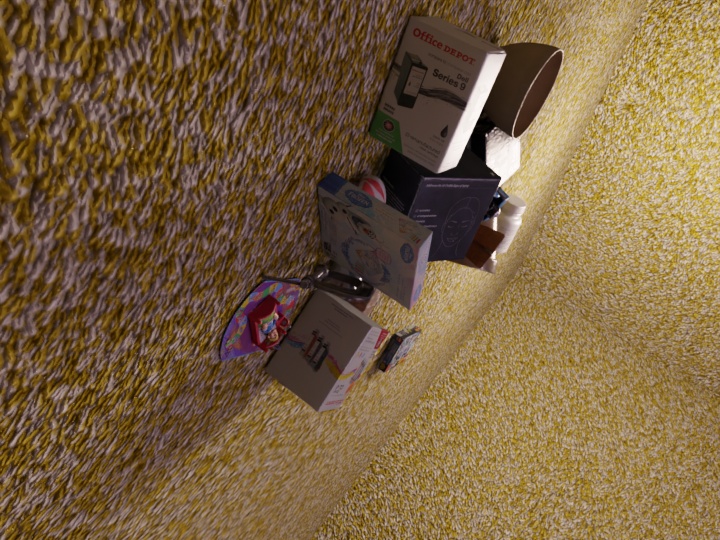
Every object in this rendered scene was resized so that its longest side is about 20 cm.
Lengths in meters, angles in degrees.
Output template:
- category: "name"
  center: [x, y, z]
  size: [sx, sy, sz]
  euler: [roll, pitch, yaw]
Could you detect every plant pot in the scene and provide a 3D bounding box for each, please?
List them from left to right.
- category: "plant pot"
  center: [0.312, -0.099, 1.724]
  size: [0.200, 0.199, 0.175]
  euler: [5, 100, -69]
- category: "plant pot"
  center: [0.325, -0.405, 1.295]
  size: [0.200, 0.134, 0.201]
  euler: [-47, 159, -25]

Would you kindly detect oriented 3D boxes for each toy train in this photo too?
- category: "toy train"
  center: [0.235, -0.193, 1.321]
  size: [0.087, 0.200, 0.114]
  euler: [-48, 170, 24]

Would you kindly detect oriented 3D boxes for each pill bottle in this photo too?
- category: "pill bottle"
  center: [0.528, -0.174, 2.214]
  size: [0.114, 0.114, 0.201]
  euler: [-33, 150, -51]

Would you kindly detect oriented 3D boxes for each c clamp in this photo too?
- category: "c clamp"
  center: [-0.057, 0.016, 1.039]
  size: [0.200, 0.170, 0.027]
  euler: [-24, 129, -77]

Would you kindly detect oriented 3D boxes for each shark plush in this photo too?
- category: "shark plush"
  center: [0.000, 0.000, 1.216]
  size: [0.200, 0.083, 0.091]
  euler: [-27, 145, -57]

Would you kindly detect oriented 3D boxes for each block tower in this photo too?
- category: "block tower"
  center: [0.017, 0.043, 1.374]
  size: [0.201, 0.058, 0.054]
  euler: [-63, 161, 14]

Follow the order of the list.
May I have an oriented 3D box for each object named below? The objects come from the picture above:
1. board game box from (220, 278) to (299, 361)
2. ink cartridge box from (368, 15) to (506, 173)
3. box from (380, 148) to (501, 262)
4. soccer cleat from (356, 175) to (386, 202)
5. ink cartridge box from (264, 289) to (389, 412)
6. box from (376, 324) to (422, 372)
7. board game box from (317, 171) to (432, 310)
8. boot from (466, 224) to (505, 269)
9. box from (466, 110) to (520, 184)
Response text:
- category: "board game box"
  center: [-0.156, 0.092, 1.040]
  size: [0.159, 0.039, 0.200]
  euler: [-61, 162, 12]
- category: "ink cartridge box"
  center: [0.118, -0.282, 0.959]
  size: [0.084, 0.146, 0.201]
  euler: [-28, 146, -52]
- category: "box"
  center: [0.137, -0.129, 1.180]
  size: [0.199, 0.124, 0.197]
  euler: [-4, 132, -33]
- category: "soccer cleat"
  center: [0.024, -0.067, 1.085]
  size: [0.073, 0.068, 0.201]
  euler: [-52, 135, -56]
- category: "ink cartridge box"
  center: [-0.066, 0.164, 1.223]
  size: [0.201, 0.144, 0.145]
  euler: [-56, 162, 1]
- category: "box"
  center: [0.135, 0.265, 2.058]
  size: [0.137, 0.040, 0.200]
  euler: [-61, 161, 16]
- category: "board game box"
  center: [0.020, -0.045, 1.014]
  size: [0.043, 0.199, 0.200]
  euler: [-47, 160, -25]
- category: "boot"
  center: [0.270, -0.131, 1.497]
  size: [0.189, 0.199, 0.068]
  euler: [-60, 161, 11]
- category: "box"
  center: [0.304, -0.288, 1.432]
  size: [0.200, 0.086, 0.165]
  euler: [-41, 135, -40]
